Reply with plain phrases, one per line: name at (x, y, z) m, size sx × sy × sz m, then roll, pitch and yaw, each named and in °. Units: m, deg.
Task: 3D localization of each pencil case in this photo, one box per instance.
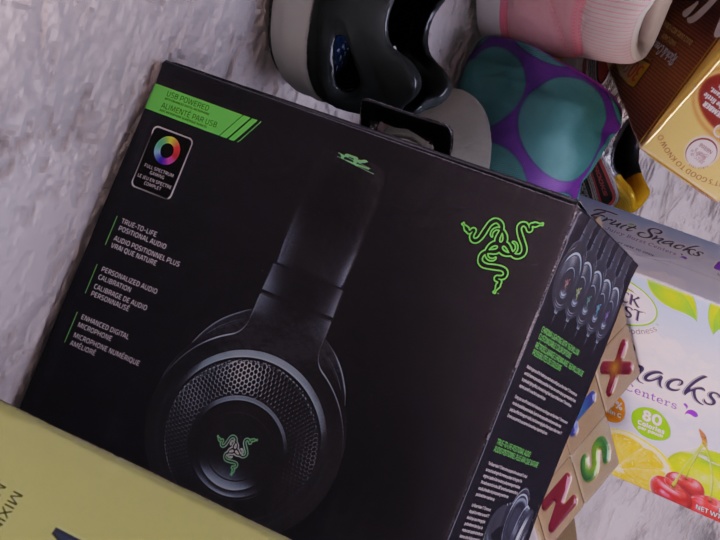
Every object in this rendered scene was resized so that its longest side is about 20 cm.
pencil case at (0.055, -0.011, 0.832) m, size 0.201 × 0.085 × 0.092 m, roll -64°, pitch 153°, yaw -13°

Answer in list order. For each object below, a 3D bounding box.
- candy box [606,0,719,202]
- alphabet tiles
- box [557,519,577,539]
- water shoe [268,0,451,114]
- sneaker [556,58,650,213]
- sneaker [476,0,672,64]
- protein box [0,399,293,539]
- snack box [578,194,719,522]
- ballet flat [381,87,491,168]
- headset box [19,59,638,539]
candy box at (0.205, -0.142, 0.812) m, size 0.200 × 0.056 × 0.117 m, roll -52°, pitch -161°, yaw 22°
alphabet tiles at (0.068, 0.070, 0.799) m, size 0.200 × 0.006 × 0.167 m, roll -43°, pitch 129°, yaw -33°
box at (0.099, 0.177, 1.043) m, size 0.163 × 0.021 × 0.202 m, roll -9°, pitch 90°, yaw -63°
water shoe at (0.028, -0.158, 0.668) m, size 0.071 × 0.079 × 0.201 m, roll -9°, pitch 116°, yaw -62°
sneaker at (0.149, -0.126, 0.940) m, size 0.078 × 0.082 × 0.201 m, roll -18°, pitch 124°, yaw -59°
sneaker at (0.111, -0.185, 0.792) m, size 0.075 × 0.104 × 0.201 m, roll -43°, pitch 143°, yaw -41°
protein box at (-0.128, 0.141, 0.436) m, size 0.199 × 0.199 × 0.135 m, roll -58°, pitch 153°, yaw -23°
snack box at (0.142, 0.042, 0.914) m, size 0.053 × 0.199 × 0.143 m, roll -42°, pitch 144°, yaw -43°
ballet flat at (0.000, 0.000, 0.755) m, size 0.064 × 0.067 × 0.201 m, roll 38°, pitch 73°, yaw -53°
headset box at (-0.015, 0.039, 0.618) m, size 0.201 × 0.173 × 0.093 m, roll -67°, pitch 156°, yaw -3°
